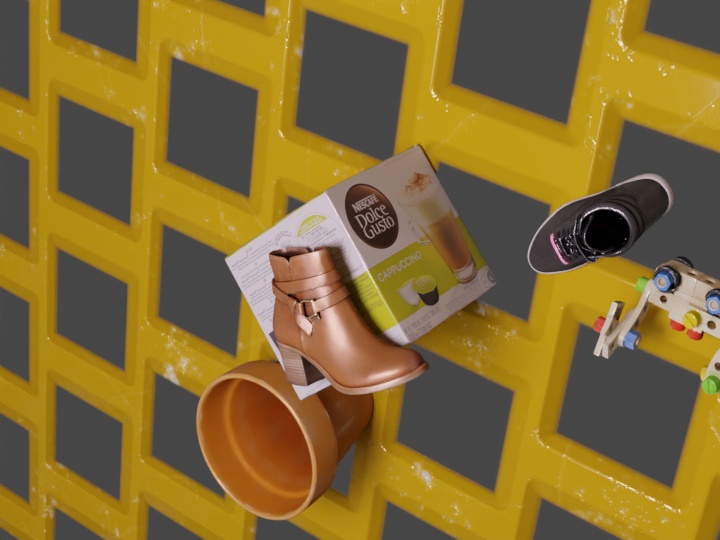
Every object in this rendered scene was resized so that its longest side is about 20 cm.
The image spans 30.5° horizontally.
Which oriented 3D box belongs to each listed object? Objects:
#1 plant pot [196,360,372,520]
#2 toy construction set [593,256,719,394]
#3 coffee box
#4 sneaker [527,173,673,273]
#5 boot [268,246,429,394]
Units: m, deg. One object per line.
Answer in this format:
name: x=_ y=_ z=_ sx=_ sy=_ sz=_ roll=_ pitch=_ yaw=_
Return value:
plant pot: x=-0.084 y=0.195 z=1.737 sx=0.198 sy=0.183 sz=0.203 roll=16 pitch=118 yaw=32
toy construction set: x=0.352 y=0.066 z=1.412 sx=0.197 sy=0.092 sz=0.133 roll=19 pitch=120 yaw=19
coffee box: x=0.000 y=0.000 z=1.580 sx=0.199 sy=0.199 sz=0.200 roll=-30 pitch=89 yaw=42
sneaker: x=0.241 y=-0.039 z=1.442 sx=0.199 sy=0.099 sz=0.071 roll=-30 pitch=91 yaw=43
boot: x=-0.022 y=0.050 z=1.441 sx=0.197 sy=0.073 sz=0.157 roll=-1 pitch=104 yaw=34
